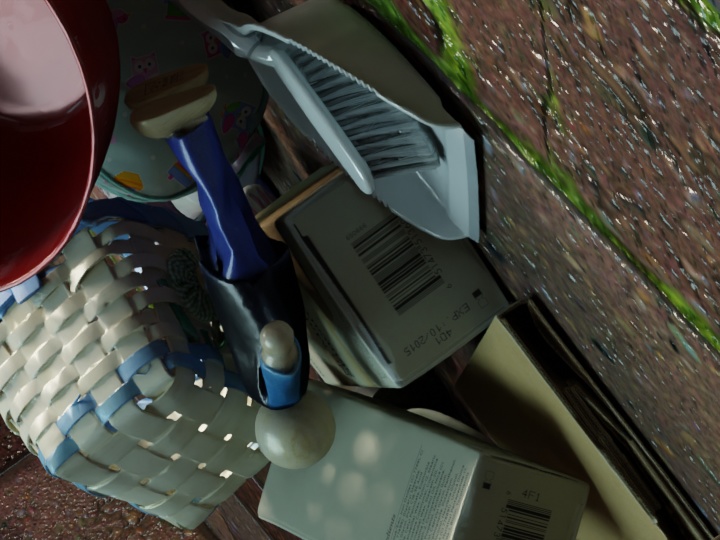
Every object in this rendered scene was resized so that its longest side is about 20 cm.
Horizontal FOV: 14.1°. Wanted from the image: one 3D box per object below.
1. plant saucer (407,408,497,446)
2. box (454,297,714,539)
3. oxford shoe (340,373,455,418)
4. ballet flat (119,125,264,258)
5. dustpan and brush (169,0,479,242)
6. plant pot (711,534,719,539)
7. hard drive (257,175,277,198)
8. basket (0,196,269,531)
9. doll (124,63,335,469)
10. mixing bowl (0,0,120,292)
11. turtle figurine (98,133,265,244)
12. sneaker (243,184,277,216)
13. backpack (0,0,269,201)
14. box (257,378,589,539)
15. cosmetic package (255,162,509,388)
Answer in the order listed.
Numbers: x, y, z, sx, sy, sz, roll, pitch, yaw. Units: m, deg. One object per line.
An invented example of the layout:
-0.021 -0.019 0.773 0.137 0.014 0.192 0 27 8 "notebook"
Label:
0.053 0.130 1.641 0.200 0.050 0.200 32 158 15 "plant saucer"
0.110 0.098 1.427 0.164 0.021 0.200 53 170 7 "box"
0.027 0.116 1.769 0.084 0.073 0.200 47 156 48 "oxford shoe"
-0.113 -0.047 1.745 0.073 0.073 0.200 54 157 1 "ballet flat"
-0.029 -0.093 1.325 0.200 0.057 0.140 51 170 18 "dustpan and brush"
0.179 0.225 1.117 0.173 0.200 0.200 31 160 28 "plant pot"
-0.055 -0.013 1.834 0.200 0.025 0.132 55 170 -1 "hard drive"
-0.125 0.023 1.484 0.176 0.139 0.200 27 -159 -55 "basket"
-0.055 0.003 1.383 0.136 0.048 0.201 -113 2 -71 "doll"
-0.188 -0.099 1.375 0.200 0.200 0.108 56 -146 -7 "mixing bowl"
-0.158 -0.103 1.634 0.200 0.150 0.101 43 -172 3 "turtle figurine"
-0.063 0.008 1.667 0.081 0.088 0.200 55 -178 5 "sneaker"
-0.143 -0.124 1.510 0.200 0.167 0.127 50 173 -27 "backpack"
0.028 0.115 1.451 0.068 0.082 0.200 17 -178 -28 "box"
0.000 0.000 1.475 0.105 0.071 0.200 55 170 -3 "cosmetic package"
